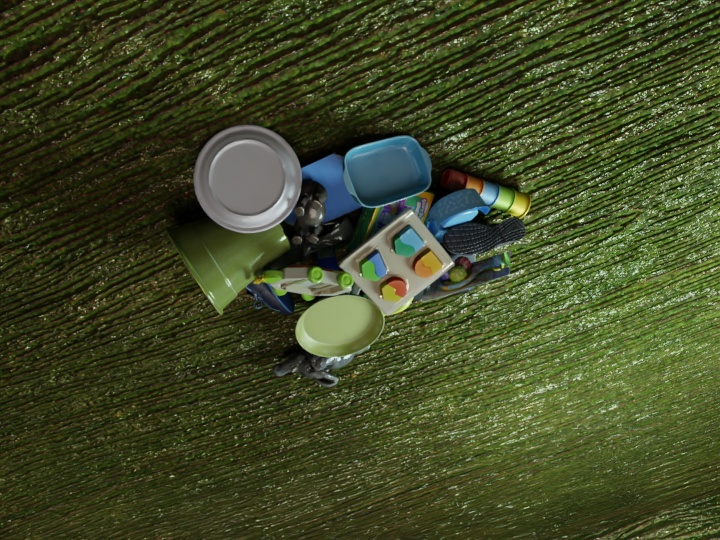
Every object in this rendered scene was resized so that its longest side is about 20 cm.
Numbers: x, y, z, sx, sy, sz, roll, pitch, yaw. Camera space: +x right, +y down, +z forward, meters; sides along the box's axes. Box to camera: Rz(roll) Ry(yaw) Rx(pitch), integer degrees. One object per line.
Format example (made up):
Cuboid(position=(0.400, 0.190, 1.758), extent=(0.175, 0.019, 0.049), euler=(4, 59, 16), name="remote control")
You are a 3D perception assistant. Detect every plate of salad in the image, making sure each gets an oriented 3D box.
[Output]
Cuboid(position=(-0.210, -0.170, 1.233), extent=(0.200, 0.048, 0.200), euler=(0, 92, -4), name="plate of salad")

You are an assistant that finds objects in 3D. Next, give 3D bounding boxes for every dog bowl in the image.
Cuboid(position=(0.189, -0.111, 1.366), extent=(0.111, 0.050, 0.200), euler=(-15, 167, -17), name="dog bowl")

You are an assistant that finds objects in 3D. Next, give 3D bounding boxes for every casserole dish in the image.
Cuboid(position=(0.047, -0.187, 1.266), extent=(0.200, 0.121, 0.039), euler=(-20, 179, -28), name="casserole dish")

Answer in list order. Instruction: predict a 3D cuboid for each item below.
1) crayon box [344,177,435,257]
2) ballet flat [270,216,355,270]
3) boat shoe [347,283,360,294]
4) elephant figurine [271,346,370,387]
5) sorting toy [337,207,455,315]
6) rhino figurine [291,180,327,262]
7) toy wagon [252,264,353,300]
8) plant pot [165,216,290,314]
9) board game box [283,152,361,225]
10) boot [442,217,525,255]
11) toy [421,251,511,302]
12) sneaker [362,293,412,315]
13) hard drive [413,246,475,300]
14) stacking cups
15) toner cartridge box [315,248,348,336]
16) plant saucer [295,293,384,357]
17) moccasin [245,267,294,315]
Cuboid(position=(0.059, -0.091, 1.365), extent=(0.119, 0.058, 0.200), euler=(12, 110, -26), name="crayon box")
Cuboid(position=(-0.108, -0.062, 1.408), extent=(0.200, 0.067, 0.064), euler=(-21, 106, 6), name="ballet flat")
Cuboid(position=(0.000, 0.002, 1.474), extent=(0.060, 0.072, 0.202), euler=(5, 128, -10), name="boat shoe")
Cuboid(position=(-0.104, 0.219, 1.635), extent=(0.141, 0.155, 0.200), euler=(-36, 164, -41), name="elephant figurine")
Cuboid(position=(0.079, -0.009, 1.352), extent=(0.185, 0.036, 0.200), euler=(-38, 127, 9), name="sorting toy")
Cuboid(position=(-0.103, -0.090, 1.306), extent=(0.060, 0.088, 0.200), euler=(11, 135, -2), name="rhino figurine")
Cuboid(position=(-0.116, 0.020, 1.310), extent=(0.200, 0.040, 0.155), euler=(12, 162, -33), name="toy wagon")
Cuboid(position=(-0.247, -0.048, 1.299), extent=(0.190, 0.200, 0.200), euler=(-33, 134, -8), name="plant pot")
Cuboid(position=(-0.084, -0.165, 1.324), extent=(0.200, 0.039, 0.158), euler=(-22, 140, 12), name="board game box")
Cuboid(position=(0.244, -0.059, 1.419), extent=(0.200, 0.070, 0.132), euler=(-7, 172, -23), name="boot")
Cuboid(position=(0.225, -0.002, 1.432), extent=(0.200, 0.115, 0.047), euler=(-16, 112, 22), name="toy")
Cuboid(position=(0.034, 0.070, 1.541), extent=(0.200, 0.074, 0.084), euler=(-26, 105, 36), name="sneaker")
Cuboid(position=(0.166, 0.008, 1.543), extent=(0.200, 0.033, 0.140), euler=(-10, 134, -4), name="hard drive")
Cuboid(position=(0.264, -0.169, 1.386), extent=(0.200, 0.061, 0.061), euler=(19, 126, -24), name="stacking cups")
Cuboid(position=(-0.064, 0.048, 1.487), extent=(0.043, 0.095, 0.200), euler=(-10, 134, -4), name="toner cartridge box")
Cuboid(position=(-0.047, 0.117, 1.469), extent=(0.200, 0.031, 0.200), euler=(-7, 133, -8), name="plant saucer")
Cuboid(position=(-0.224, 0.028, 1.456), extent=(0.068, 0.081, 0.200), euler=(-29, 118, 19), name="moccasin")
